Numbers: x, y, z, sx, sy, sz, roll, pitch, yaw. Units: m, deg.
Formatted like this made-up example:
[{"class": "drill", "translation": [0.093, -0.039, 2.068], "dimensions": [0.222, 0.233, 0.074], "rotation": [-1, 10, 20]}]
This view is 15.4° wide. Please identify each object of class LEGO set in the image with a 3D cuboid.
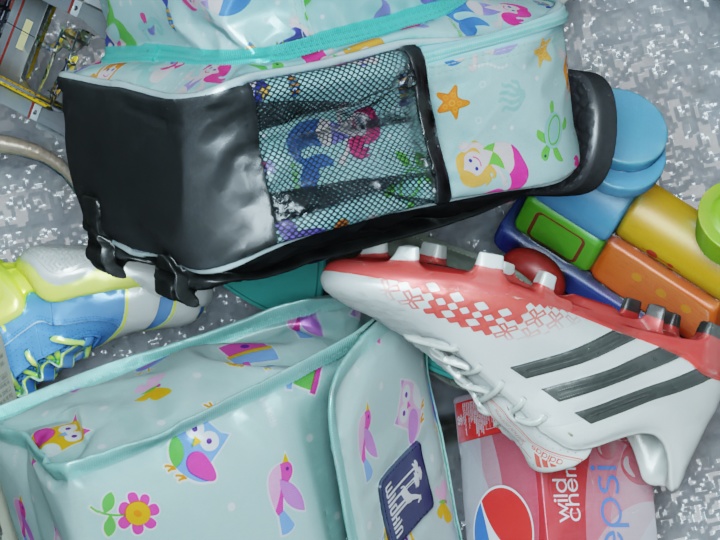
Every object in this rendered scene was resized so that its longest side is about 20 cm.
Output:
[{"class": "LEGO set", "translation": [-0.115, -0.142, 1.227], "dimensions": [0.116, 0.154, 0.200], "rotation": [28, 109, 28]}]

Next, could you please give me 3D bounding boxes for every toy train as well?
[{"class": "toy train", "translation": [0.166, 0.001, 1.228], "dimensions": [0.200, 0.116, 0.085], "rotation": [33, 61, 7]}]

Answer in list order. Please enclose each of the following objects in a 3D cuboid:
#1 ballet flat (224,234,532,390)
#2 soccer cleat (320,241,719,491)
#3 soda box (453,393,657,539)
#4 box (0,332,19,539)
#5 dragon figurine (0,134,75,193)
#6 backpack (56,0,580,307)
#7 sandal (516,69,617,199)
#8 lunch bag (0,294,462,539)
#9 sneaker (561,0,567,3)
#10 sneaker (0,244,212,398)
[{"class": "ballet flat", "translation": [0.000, 0.000, 1.264], "dimensions": [0.200, 0.064, 0.067], "rotation": [25, 120, 27]}, {"class": "soccer cleat", "translation": [0.070, 0.042, 1.157], "dimensions": [0.200, 0.069, 0.085], "rotation": [16, 89, -26]}, {"class": "soda box", "translation": [0.095, 0.151, 1.223], "dimensions": [0.070, 0.063, 0.200], "rotation": [2, 78, -34]}, {"class": "box", "translation": [-0.186, 0.133, 1.202], "dimensions": [0.082, 0.068, 0.200], "rotation": [-12, 97, 11]}, {"class": "dragon figurine", "translation": [-0.240, -0.047, 1.276], "dimensions": [0.200, 0.099, 0.059], "rotation": [-4, 77, -20]}, {"class": "backpack", "translation": [-0.012, -0.076, 1.115], "dimensions": [0.200, 0.177, 0.151], "rotation": [-8, 101, -27]}, {"class": "sandal", "translation": [0.059, -0.060, 1.233], "dimensions": [0.045, 0.200, 0.075], "rotation": [1, 93, -36]}, {"class": "lunch bag", "translation": [-0.043, 0.112, 1.181], "dimensions": [0.200, 0.122, 0.171], "rotation": [-21, 109, -24]}, {"class": "sneaker", "translation": [0.020, -0.164, 1.300], "dimensions": [0.200, 0.080, 0.071], "rotation": [6, 119, 17]}, {"class": "sneaker", "translation": [-0.169, 0.040, 1.261], "dimensions": [0.200, 0.076, 0.105], "rotation": [2, 91, 8]}]
